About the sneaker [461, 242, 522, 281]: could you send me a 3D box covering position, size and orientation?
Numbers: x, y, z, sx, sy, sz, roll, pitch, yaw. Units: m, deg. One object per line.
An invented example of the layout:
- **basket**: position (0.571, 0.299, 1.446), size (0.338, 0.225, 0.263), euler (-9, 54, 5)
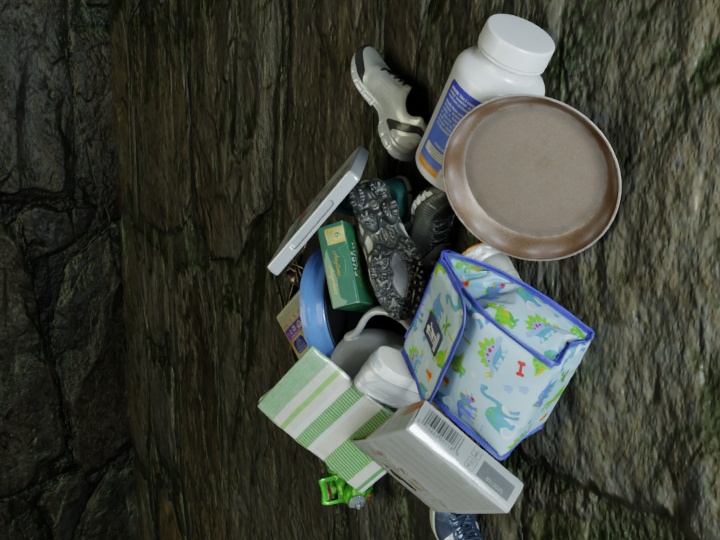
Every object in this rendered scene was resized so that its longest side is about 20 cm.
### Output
- **sneaker**: position (0.145, 0.053, 1.016), size (0.092, 0.076, 0.200), euler (60, 144, 28)

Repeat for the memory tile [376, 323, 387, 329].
- **memory tile**: position (-0.007, 0.145, 1.358), size (0.200, 0.017, 0.154), euler (25, 118, 56)

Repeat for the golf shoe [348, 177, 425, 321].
- **golf shoe**: position (0.040, -0.027, 1.077), size (0.094, 0.078, 0.200), euler (100, 156, -82)

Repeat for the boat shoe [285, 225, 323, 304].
- **boat shoe**: position (-0.096, 0.012, 1.428), size (0.074, 0.073, 0.200), euler (41, 130, 50)

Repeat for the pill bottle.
- **pill bottle**: position (0.149, -0.193, 0.913), size (0.112, 0.112, 0.200), euler (61, 144, 33)

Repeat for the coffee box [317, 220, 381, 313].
- **coffee box**: position (0.000, 0.000, 1.155), size (0.044, 0.200, 0.123), euler (-14, 82, 17)

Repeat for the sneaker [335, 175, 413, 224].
- **sneaker**: position (0.016, -0.105, 1.199), size (0.200, 0.080, 0.078), euler (4, 99, 60)

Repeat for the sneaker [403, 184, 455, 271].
- **sneaker**: position (0.101, -0.049, 1.080), size (0.091, 0.066, 0.200), euler (68, 151, 19)

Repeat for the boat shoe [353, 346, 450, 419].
- **boat shoe**: position (0.075, 0.167, 1.033), size (0.069, 0.200, 0.072), euler (-45, 44, 22)

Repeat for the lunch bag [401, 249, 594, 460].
- **lunch bag**: position (0.146, 0.094, 0.926), size (0.200, 0.127, 0.170), euler (40, 131, 27)

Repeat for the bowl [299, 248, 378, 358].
- **bowl**: position (-0.028, 0.060, 1.206), size (0.039, 0.201, 0.201), euler (-8, 89, 26)

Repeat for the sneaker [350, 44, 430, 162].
- **sneaker**: position (0.052, -0.259, 1.129), size (0.080, 0.074, 0.200), euler (-43, 63, 39)

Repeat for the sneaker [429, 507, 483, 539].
- **sneaker**: position (0.154, 0.391, 1.074), size (0.084, 0.075, 0.200), euler (8, 113, 61)

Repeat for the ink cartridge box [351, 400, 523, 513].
- **ink cartridge box**: position (0.091, 0.243, 0.978), size (0.162, 0.050, 0.200), euler (41, 157, -5)

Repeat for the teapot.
- **teapot**: position (0.049, 0.173, 1.130), size (0.146, 0.200, 0.198), euler (-4, 69, 30)

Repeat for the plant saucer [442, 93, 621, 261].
- **plant saucer**: position (0.189, -0.104, 0.855), size (0.200, 0.032, 0.200), euler (17, 129, 22)

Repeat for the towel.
- **towel**: position (-0.030, 0.208, 1.059), size (0.200, 0.023, 0.153), euler (40, 123, -5)

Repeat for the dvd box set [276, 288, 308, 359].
- **dvd box set**: position (-0.070, 0.136, 1.369), size (0.200, 0.029, 0.146), euler (59, 144, 13)

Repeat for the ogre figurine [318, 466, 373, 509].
- **ogre figurine**: position (-0.027, 0.350, 1.360), size (0.200, 0.098, 0.120), euler (-9, 77, 50)

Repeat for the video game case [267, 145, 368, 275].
- **video game case**: position (-0.058, -0.093, 1.129), size (0.182, 0.024, 0.200), euler (-48, 9, 17)
